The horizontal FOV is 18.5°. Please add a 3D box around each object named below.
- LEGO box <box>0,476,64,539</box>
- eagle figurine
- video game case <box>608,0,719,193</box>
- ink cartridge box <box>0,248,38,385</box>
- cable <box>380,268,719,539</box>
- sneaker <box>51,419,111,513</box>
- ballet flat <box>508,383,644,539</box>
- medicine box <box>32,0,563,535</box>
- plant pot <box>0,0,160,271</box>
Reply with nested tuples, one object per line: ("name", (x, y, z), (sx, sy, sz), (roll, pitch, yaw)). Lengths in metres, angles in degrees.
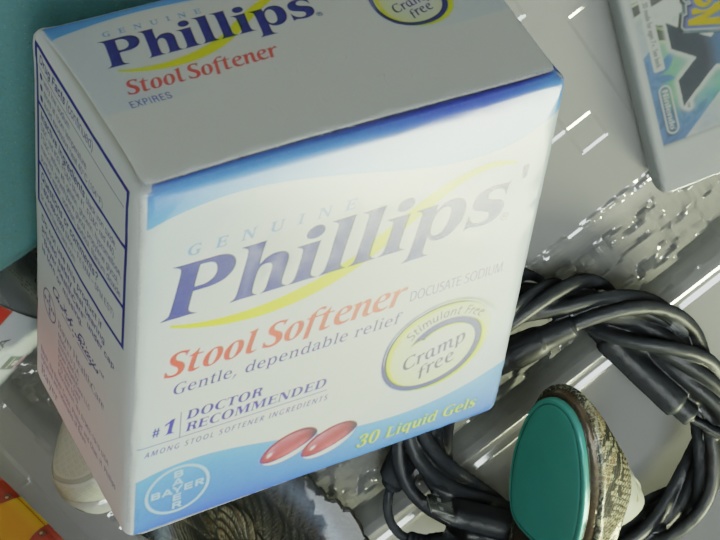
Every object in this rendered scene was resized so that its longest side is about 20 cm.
("LEGO box", (-0.211, 0.210, 0.982), (0.199, 0.077, 0.150), (-30, 130, -24))
("eagle figurine", (-0.049, 0.181, 1.113), (0.199, 0.151, 0.152), (32, 60, 7))
("video game case", (0.207, -0.157, 1.079), (0.181, 0.022, 0.201), (-21, 117, -6))
("ink cartridge box", (-0.198, 0.073, 0.970), (0.057, 0.200, 0.163), (41, 99, -18))
("cable", (0.112, 0.079, 1.151), (0.198, 0.051, 0.165), (6, 107, -15))
("sneaker", (-0.103, 0.011, 1.013), (0.081, 0.075, 0.202), (27, 82, -44))
("ballet flat", (0.106, 0.142, 1.118), (0.075, 0.068, 0.202), (-9, 120, -35))
("medicine box", (-0.031, -0.015, 0.899), (0.181, 0.103, 0.201), (-17, 141, -23))
("plant pot", (-0.173, -0.088, 0.945), (0.141, 0.142, 0.200), (37, 105, -26))
